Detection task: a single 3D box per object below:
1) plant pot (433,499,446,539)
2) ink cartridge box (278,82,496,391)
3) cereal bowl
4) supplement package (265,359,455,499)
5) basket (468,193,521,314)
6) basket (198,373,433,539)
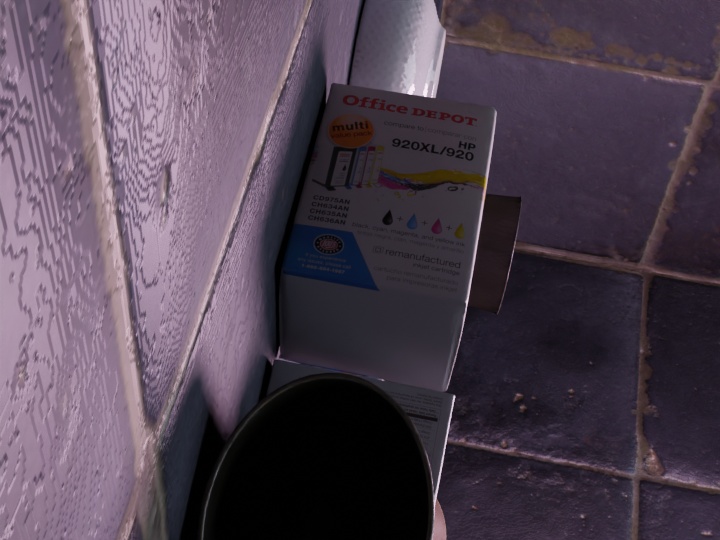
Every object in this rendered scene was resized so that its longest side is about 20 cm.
[{"bbox_3d":[-0.009,0.302,1.372,0.200,0.187,0.187,53,46,-65],"label":"plant pot"},{"bbox_3d":[0.024,-0.030,0.971,0.145,0.147,0.200,95,7,-56],"label":"ink cartridge box"},{"bbox_3d":[0.041,-0.213,1.221,0.200,0.083,0.200,10,90,-85],"label":"cereal bowl"},{"bbox_3d":[-0.015,0.194,0.964,0.152,0.151,0.200,85,16,-78],"label":"supplement package"},{"bbox_3d":[0.081,-0.035,1.403,0.180,0.200,0.136,89,13,-67],"label":"basket"},{"bbox_3d":[-0.030,0.175,0.777,0.200,0.136,0.180,100,2,-75],"label":"basket"}]
